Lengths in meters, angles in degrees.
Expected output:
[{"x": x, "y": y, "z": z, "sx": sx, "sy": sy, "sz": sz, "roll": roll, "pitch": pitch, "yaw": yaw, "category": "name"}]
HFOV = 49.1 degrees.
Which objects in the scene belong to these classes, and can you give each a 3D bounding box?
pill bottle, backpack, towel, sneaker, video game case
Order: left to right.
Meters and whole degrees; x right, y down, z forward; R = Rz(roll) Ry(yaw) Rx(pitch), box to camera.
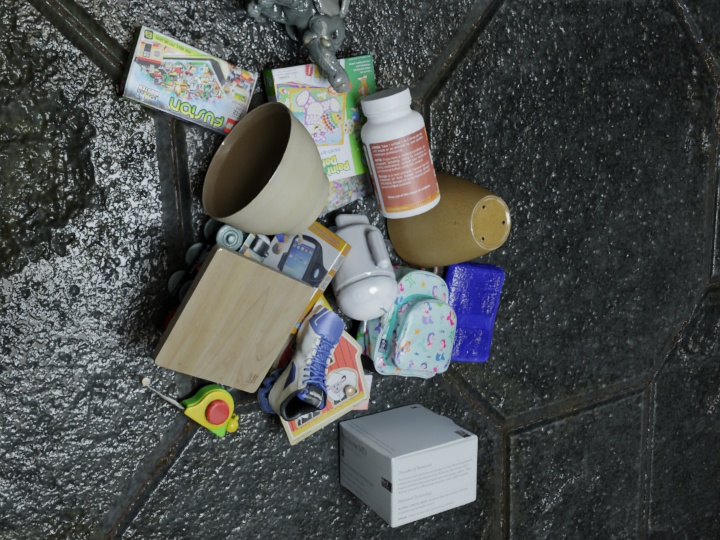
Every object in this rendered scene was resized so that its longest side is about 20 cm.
[{"x": -0.078, "y": 0.168, "z": 1.290, "sx": 0.080, "sy": 0.115, "sz": 0.201, "roll": 36, "pitch": 85, "yaw": -34, "category": "sneaker"}, {"x": -0.077, "y": -0.171, "z": 1.387, "sx": 0.198, "sy": 0.018, "sz": 0.146, "roll": -26, "pitch": 113, "yaw": -25, "category": "video game case"}, {"x": 0.064, "y": -0.201, "z": 1.344, "sx": 0.111, "sy": 0.112, "sz": 0.204, "roll": -25, "pitch": 112, "yaw": -25, "category": "pill bottle"}, {"x": 0.088, "y": 0.095, "z": 1.472, "sx": 0.175, "sy": 0.149, "sz": 0.205, "roll": 12, "pitch": 86, "yaw": -40, "category": "backpack"}, {"x": 0.224, "y": 0.086, "z": 1.607, "sx": 0.145, "sy": 0.049, "sz": 0.205, "roll": 4, "pitch": 97, "yaw": -33, "category": "towel"}]

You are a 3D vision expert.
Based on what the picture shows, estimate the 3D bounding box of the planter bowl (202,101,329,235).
[{"x": -0.132, "y": -0.138, "z": 1.226, "sx": 0.134, "sy": 0.199, "sz": 0.203, "roll": 34, "pitch": 82, "yaw": -39, "category": "planter bowl"}]

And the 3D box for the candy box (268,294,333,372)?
[{"x": -0.143, "y": 0.100, "z": 1.389, "sx": 0.199, "sy": 0.026, "sz": 0.103, "roll": -39, "pitch": 111, "yaw": -20, "category": "candy box"}]

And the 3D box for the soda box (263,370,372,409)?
[{"x": -0.077, "y": 0.214, "z": 1.437, "sx": 0.197, "sy": 0.063, "sz": 0.070, "roll": 4, "pitch": 98, "yaw": -33, "category": "soda box"}]

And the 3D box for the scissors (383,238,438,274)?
[{"x": 0.091, "y": -0.050, "z": 1.521, "sx": 0.198, "sy": 0.014, "sz": 0.074, "roll": 29, "pitch": 84, "yaw": -31, "category": "scissors"}]

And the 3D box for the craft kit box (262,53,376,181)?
[{"x": -0.059, "y": -0.255, "z": 1.348, "sx": 0.197, "sy": 0.048, "sz": 0.202, "roll": -17, "pitch": 111, "yaw": -28, "category": "craft kit box"}]

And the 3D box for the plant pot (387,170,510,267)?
[{"x": 0.178, "y": -0.090, "z": 1.446, "sx": 0.183, "sy": 0.199, "sz": 0.191, "roll": -4, "pitch": 98, "yaw": -31, "category": "plant pot"}]

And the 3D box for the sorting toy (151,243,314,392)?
[{"x": -0.204, "y": 0.069, "z": 1.235, "sx": 0.197, "sy": 0.070, "sz": 0.202, "roll": 25, "pitch": 101, "yaw": -42, "category": "sorting toy"}]

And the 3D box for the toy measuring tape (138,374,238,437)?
[{"x": -0.273, "y": 0.207, "z": 1.311, "sx": 0.200, "sy": 0.073, "sz": 0.074, "roll": 42, "pitch": 77, "yaw": -31, "category": "toy measuring tape"}]

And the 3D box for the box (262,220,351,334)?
[{"x": -0.117, "y": 0.009, "z": 1.333, "sx": 0.202, "sy": 0.118, "sz": 0.041, "roll": -57, "pitch": 164, "yaw": -3, "category": "box"}]

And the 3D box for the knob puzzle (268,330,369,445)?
[{"x": -0.075, "y": 0.179, "z": 1.377, "sx": 0.216, "sy": 0.030, "sz": 0.225, "roll": -6, "pitch": 101, "yaw": -30, "category": "knob puzzle"}]

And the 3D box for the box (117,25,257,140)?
[{"x": -0.267, "y": -0.290, "z": 1.235, "sx": 0.197, "sy": 0.035, "sz": 0.112, "roll": 16, "pitch": 91, "yaw": -33, "category": "box"}]

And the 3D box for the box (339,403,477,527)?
[{"x": 0.087, "y": 0.358, "z": 1.487, "sx": 0.197, "sy": 0.198, "sz": 0.134, "roll": -7, "pitch": 103, "yaw": -30, "category": "box"}]

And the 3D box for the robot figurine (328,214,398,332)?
[{"x": 0.000, "y": 0.000, "z": 1.381, "sx": 0.111, "sy": 0.170, "sz": 0.203, "roll": -4, "pitch": 63, "yaw": -28, "category": "robot figurine"}]

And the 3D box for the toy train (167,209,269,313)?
[{"x": -0.230, "y": 0.003, "z": 1.289, "sx": 0.114, "sy": 0.085, "sz": 0.202, "roll": 37, "pitch": 82, "yaw": -36, "category": "toy train"}]

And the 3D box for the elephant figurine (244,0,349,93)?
[{"x": -0.079, "y": -0.411, "z": 1.274, "sx": 0.198, "sy": 0.142, "sz": 0.157, "roll": 30, "pitch": 98, "yaw": -25, "category": "elephant figurine"}]
